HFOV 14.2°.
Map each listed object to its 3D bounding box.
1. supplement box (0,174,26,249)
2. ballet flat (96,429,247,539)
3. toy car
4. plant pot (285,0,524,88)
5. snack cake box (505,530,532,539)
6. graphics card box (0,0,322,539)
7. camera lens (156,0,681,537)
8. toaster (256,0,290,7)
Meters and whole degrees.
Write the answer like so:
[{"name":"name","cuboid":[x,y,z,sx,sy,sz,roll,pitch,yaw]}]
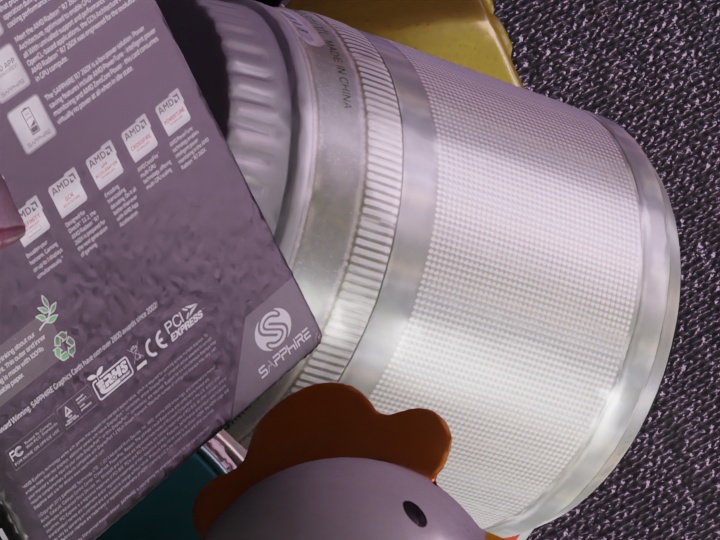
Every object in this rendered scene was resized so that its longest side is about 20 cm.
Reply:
[{"name":"supplement box","cuboid":[-0.137,-0.033,0.540,0.200,0.085,0.111,-45,110,-85]},{"name":"ballet flat","cuboid":[-0.041,0.090,0.900,0.200,0.067,0.062,42,8,-15]},{"name":"toy car","cuboid":[0.018,0.117,0.809,0.184,0.176,0.201,31,42,-62]},{"name":"plant pot","cuboid":[-0.013,-0.038,1.276,0.196,0.199,0.194,63,5,-17]},{"name":"snack cake box","cuboid":[0.003,0.027,1.155,0.200,0.115,0.067,37,-4,-28]},{"name":"graphics card box","cuboid":[-0.101,-0.032,0.763,0.125,0.051,0.201,-42,111,-40]},{"name":"camera lens","cuboid":[0.000,0.000,1.014,0.199,0.160,0.160,17,33,-31]},{"name":"toaster","cuboid":[-0.075,-0.172,1.157,0.200,0.114,0.129,50,0,9]}]
